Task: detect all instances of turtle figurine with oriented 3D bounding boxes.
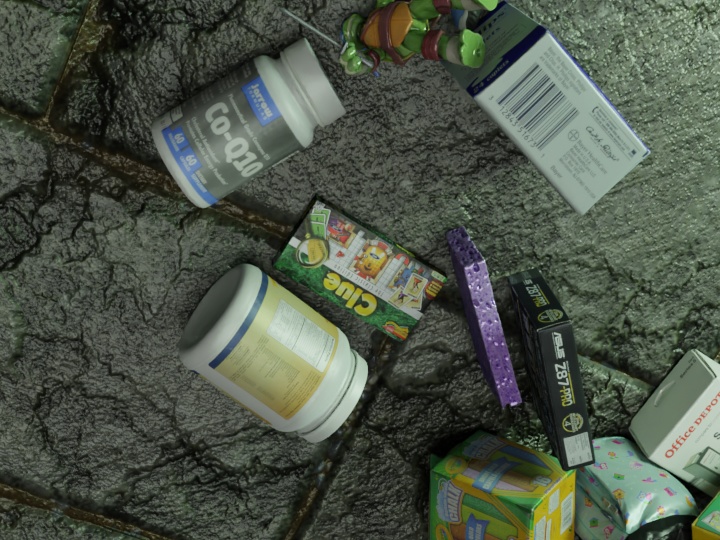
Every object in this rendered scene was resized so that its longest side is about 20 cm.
[{"bbox_3d":[0.033,-0.277,1.183,0.192,0.144,0.202,8,136,34],"label":"turtle figurine"}]

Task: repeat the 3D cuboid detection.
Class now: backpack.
[{"bbox_3d":[0.352,0.316,1.477,0.165,0.200,0.128,2,116,-31],"label":"backpack"}]

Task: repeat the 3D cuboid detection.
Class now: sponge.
[{"bbox_3d":[0.150,0.058,1.386,0.029,0.112,0.202,-18,114,-1],"label":"sponge"}]

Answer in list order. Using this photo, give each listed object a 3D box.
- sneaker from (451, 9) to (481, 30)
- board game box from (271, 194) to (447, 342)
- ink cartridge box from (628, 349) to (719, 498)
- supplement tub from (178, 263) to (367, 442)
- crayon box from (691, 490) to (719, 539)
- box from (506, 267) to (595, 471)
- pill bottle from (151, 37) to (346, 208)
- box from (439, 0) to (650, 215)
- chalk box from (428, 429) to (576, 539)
[{"bbox_3d":[0.087,-0.359,1.233,0.076,0.076,0.202,-11,112,16],"label":"sneaker"},{"bbox_3d":[0.000,0.000,1.391,0.199,0.024,0.105,30,108,-18],"label":"board game box"},{"bbox_3d":[0.486,0.221,1.512,0.199,0.084,0.146,30,106,-19],"label":"ink cartridge box"},{"bbox_3d":[-0.103,0.103,1.353,0.199,0.145,0.145,38,104,-20],"label":"supplement tub"},{"bbox_3d":[0.493,0.345,1.431,0.199,0.058,0.175,-32,122,-39],"label":"crayon box"},{"bbox_3d":[0.235,0.121,1.396,0.048,0.162,0.202,-15,113,-1],"label":"box"},{"bbox_3d":[-0.122,-0.167,1.255,0.198,0.114,0.114,-31,113,6],"label":"pill bottle"},{"bbox_3d":[0.198,-0.185,1.241,0.105,0.200,0.184,-42,112,10],"label":"box"},{"bbox_3d":[0.165,0.299,1.460,0.198,0.123,0.126,15,118,35],"label":"chalk box"}]
